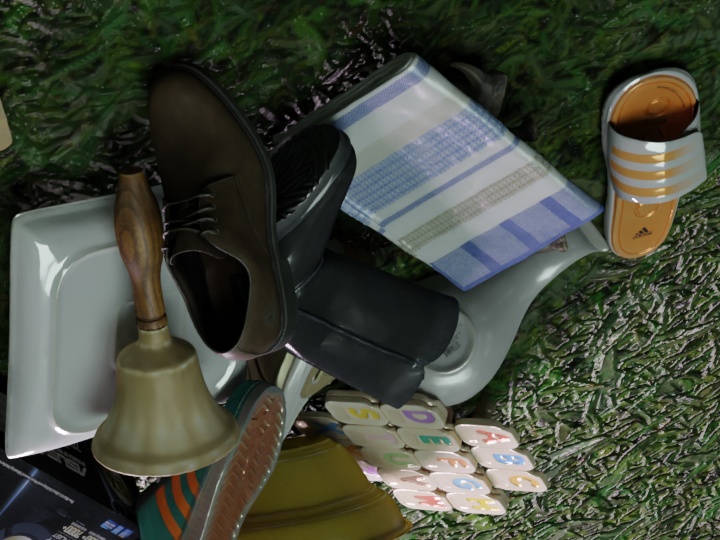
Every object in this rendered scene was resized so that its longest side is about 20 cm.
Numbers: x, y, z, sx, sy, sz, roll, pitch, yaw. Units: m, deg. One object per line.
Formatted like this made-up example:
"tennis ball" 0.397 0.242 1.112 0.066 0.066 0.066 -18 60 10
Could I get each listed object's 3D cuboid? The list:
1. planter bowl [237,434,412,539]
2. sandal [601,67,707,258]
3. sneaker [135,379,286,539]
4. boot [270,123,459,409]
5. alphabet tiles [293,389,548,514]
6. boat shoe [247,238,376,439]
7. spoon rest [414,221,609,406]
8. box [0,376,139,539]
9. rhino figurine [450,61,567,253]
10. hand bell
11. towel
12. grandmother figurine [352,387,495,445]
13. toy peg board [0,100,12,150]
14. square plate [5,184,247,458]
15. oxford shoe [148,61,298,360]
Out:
"planter bowl" -0.062 0.180 1.605 0.199 0.084 0.200 -9 -177 0
"sandal" 0.229 -0.069 1.527 0.079 0.059 0.207 -18 140 -9
"sneaker" -0.125 0.164 1.494 0.071 0.080 0.201 9 108 -60
"boot" -0.001 0.001 1.412 0.199 0.066 0.165 29 115 -34
"alphabet tiles" 0.047 0.150 1.628 0.194 0.015 0.200 1 149 25
"boat shoe" -0.041 0.062 1.523 0.068 0.075 0.201 3 133 -22
"spoon rest" 0.102 0.027 1.558 0.200 0.100 0.061 -35 178 4
"box" -0.286 0.177 1.516 0.163 0.086 0.200 -35 140 13
"rhino figurine" 0.089 -0.077 1.445 0.087 0.060 0.200 -15 138 6
"hand bell" -0.142 0.026 1.348 0.103 0.104 0.201 -11 114 -16
"towel" 0.053 -0.066 1.400 0.200 0.024 0.147 35 134 -29
"grandmother figurine" 0.055 0.124 1.660 0.120 0.061 0.200 -3 148 17
"toy peg board" -0.315 -0.094 1.189 0.199 0.098 0.200 -18 141 -9
"square plate" -0.153 0.033 1.407 0.197 0.028 0.201 -13 127 -31
"oxford shoe" -0.097 -0.039 1.298 0.072 0.201 0.084 -19 179 24
